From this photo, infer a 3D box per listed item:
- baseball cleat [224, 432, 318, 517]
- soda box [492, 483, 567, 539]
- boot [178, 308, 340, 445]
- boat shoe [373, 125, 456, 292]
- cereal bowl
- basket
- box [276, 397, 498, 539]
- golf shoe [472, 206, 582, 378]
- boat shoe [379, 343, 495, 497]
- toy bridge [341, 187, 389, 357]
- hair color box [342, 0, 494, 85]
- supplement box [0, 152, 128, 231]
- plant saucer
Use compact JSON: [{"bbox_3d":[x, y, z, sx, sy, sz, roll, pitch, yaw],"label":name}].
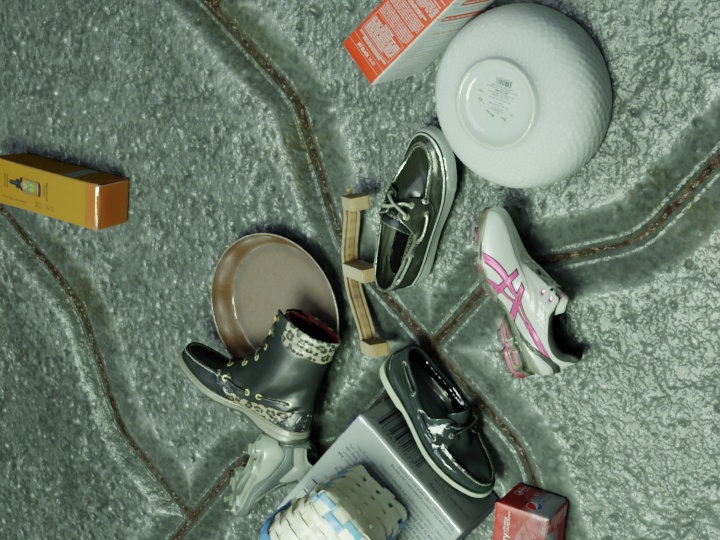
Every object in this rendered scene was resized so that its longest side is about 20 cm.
[{"bbox_3d":[-0.111,0.271,1.785,0.200,0.106,0.070,121,151,-57],"label":"baseball cleat"},{"bbox_3d":[0.191,0.357,1.611,0.070,0.063,0.202,14,110,29],"label":"soda box"},{"bbox_3d":[-0.123,0.104,1.711,0.203,0.073,0.155,32,115,21],"label":"boot"},{"bbox_3d":[0.058,-0.065,1.567,0.070,0.063,0.201,29,123,35],"label":"boat shoe"},{"bbox_3d":[0.161,-0.182,1.468,0.199,0.083,0.202,11,109,32],"label":"cereal bowl"},{"bbox_3d":[-0.052,0.328,1.568,0.200,0.176,0.139,-43,83,23],"label":"basket"},{"bbox_3d":[0.032,0.285,1.671,0.184,0.105,0.200,48,123,13],"label":"box"},{"bbox_3d":[0.186,0.019,1.519,0.092,0.073,0.201,-11,107,29],"label":"golf shoe"},{"bbox_3d":[0.101,0.170,1.613,0.200,0.074,0.066,58,138,18],"label":"boat shoe"},{"bbox_3d":[0.000,0.000,1.643,0.067,0.027,0.202,-159,60,-66],"label":"toy bridge"},{"bbox_3d":[0.085,-0.289,1.471,0.200,0.111,0.064,-40,81,34],"label":"hair color box"},{"bbox_3d":[-0.411,-0.110,1.879,0.199,0.069,0.067,15,111,28],"label":"supplement box"},{"bbox_3d":[-0.103,0.048,1.740,0.199,0.032,0.202,9,107,31],"label":"plant saucer"}]
